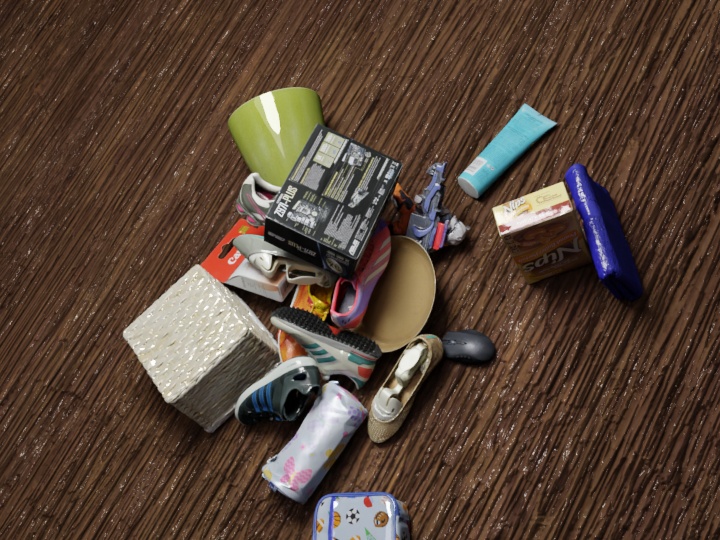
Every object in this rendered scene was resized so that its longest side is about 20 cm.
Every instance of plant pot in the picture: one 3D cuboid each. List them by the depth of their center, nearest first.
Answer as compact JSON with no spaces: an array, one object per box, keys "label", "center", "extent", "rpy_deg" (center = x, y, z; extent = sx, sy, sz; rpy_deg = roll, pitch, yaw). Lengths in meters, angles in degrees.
[{"label":"plant pot","center":[0.055,0.041,1.473],"extent":[0.198,0.027,0.203],"rpy_deg":[-15,67,38]},{"label":"plant pot","center":[-0.135,-0.207,1.624],"extent":[0.185,0.187,0.202],"rpy_deg":[-20,77,10]}]

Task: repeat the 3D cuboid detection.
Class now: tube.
[{"label":"tube","center":[0.259,-0.217,1.547],"extent":[0.200,0.051,0.077],"rpy_deg":[-45,64,-10]}]

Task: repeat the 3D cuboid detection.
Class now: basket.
[{"label":"basket","center":[-0.271,0.134,1.512],"extent":[0.200,0.161,0.198],"rpy_deg":[-41,58,-4]}]

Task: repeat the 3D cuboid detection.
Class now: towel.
[{"label":"towel","center":[0.382,-0.057,1.371],"extent":[0.049,0.147,0.202],"rpy_deg":[-26,59,27]}]

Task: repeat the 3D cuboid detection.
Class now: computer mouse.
[{"label":"computer mouse","center":[0.129,0.117,1.444],"extent":[0.198,0.034,0.059],"rpy_deg":[7,70,24]}]

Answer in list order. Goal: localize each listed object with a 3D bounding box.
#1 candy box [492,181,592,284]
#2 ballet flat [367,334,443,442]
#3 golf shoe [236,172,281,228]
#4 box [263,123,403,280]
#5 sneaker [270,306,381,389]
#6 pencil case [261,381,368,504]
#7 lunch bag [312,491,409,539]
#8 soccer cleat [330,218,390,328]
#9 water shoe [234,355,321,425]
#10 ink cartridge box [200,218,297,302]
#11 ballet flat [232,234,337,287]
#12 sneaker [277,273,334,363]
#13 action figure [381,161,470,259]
[{"label":"candy box","center":[0.291,-0.054,1.363],"extent":[0.114,0.200,0.056],"rpy_deg":[-19,61,15]},{"label":"ballet flat","center":[0.062,0.187,1.402],"extent":[0.070,0.065,0.201],"rpy_deg":[29,87,32]},{"label":"golf shoe","center":[-0.134,-0.091,1.524],"extent":[0.199,0.088,0.077],"rpy_deg":[34,54,7]},{"label":"box","center":[-0.045,-0.112,1.414],"extent":[0.162,0.086,0.202],"rpy_deg":[24,64,3]},{"label":"sneaker","center":[-0.069,0.136,1.446],"extent":[0.198,0.070,0.094],"rpy_deg":[22,110,2]},{"label":"pencil case","center":[-0.074,0.282,1.414],"extent":[0.090,0.083,0.201],"rpy_deg":[32,80,33]},{"label":"lunch bag","center":[-0.005,0.445,1.319],"extent":[0.158,0.076,0.202],"rpy_deg":[-6,63,20]},{"label":"soccer cleat","center":[0.000,0.000,1.445],"extent":[0.066,0.076,0.202],"rpy_deg":[16,78,20]},{"label":"water shoe","center":[-0.142,0.221,1.436],"extent":[0.200,0.071,0.080],"rpy_deg":[-44,52,33]},{"label":"ink cartridge box","center":[-0.187,-0.038,1.593],"extent":[0.198,0.050,0.163],"rpy_deg":[18,52,22]},{"label":"ballet flat","center":[-0.133,-0.013,1.485],"extent":[0.197,0.068,0.064],"rpy_deg":[12,59,8]},{"label":"sneaker","center":[-0.094,0.086,1.506],"extent":[0.077,0.072,0.202],"rpy_deg":[-19,55,56]},{"label":"action figure","center":[0.110,-0.112,1.513],"extent":[0.192,0.104,0.202],"rpy_deg":[31,116,23]}]
